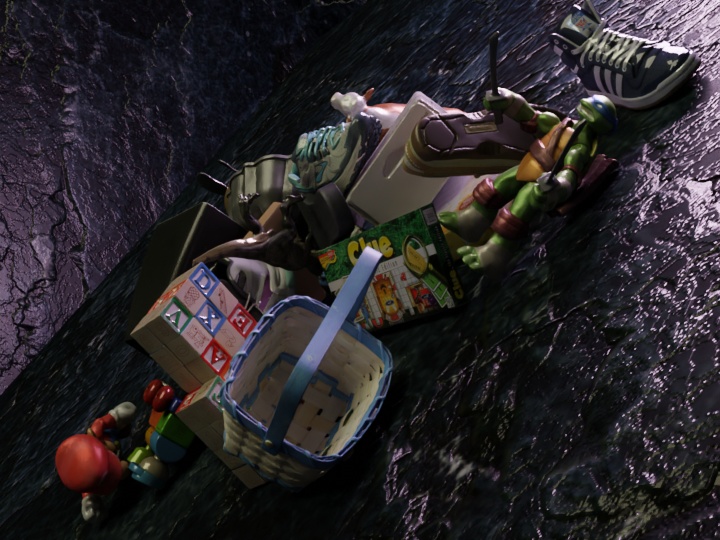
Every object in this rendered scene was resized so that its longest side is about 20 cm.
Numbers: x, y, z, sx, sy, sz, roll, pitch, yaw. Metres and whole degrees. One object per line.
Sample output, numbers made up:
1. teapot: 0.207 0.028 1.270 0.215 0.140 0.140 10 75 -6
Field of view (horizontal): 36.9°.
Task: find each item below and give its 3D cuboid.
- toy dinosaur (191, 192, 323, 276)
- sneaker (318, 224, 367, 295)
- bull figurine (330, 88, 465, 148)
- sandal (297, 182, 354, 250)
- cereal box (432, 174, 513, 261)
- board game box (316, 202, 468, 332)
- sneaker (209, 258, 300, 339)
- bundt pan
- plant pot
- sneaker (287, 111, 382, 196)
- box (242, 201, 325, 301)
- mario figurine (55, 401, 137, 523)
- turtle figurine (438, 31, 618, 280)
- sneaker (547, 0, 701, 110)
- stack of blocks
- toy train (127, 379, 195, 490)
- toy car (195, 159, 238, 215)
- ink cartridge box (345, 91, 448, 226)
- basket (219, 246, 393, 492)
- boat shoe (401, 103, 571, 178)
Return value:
1. toy dinosaur: -0.101 -0.041 1.211 0.047 0.198 0.090 -2 85 46
2. sneaker: 0.000 0.000 1.301 0.090 0.078 0.200 -57 12 1
3. bull figurine: 0.052 -0.190 1.436 0.121 0.197 0.066 144 134 -78
4. sandal: -0.030 -0.062 1.245 0.042 0.077 0.200 -28 6 -12
5. cereal box: 0.123 -0.080 1.231 0.143 0.040 0.201 -32 19 43
6. board game box: 0.029 0.005 1.136 0.023 0.106 0.199 -18 -2 -35
7. sneaker: -0.124 0.057 1.201 0.078 0.139 0.201 -56 43 25
8. bundt pan: -0.087 -0.066 1.463 0.201 0.200 0.077 -29 45 41
9. plant pot: -0.206 0.052 1.466 0.199 0.199 0.179 -13 47 60
10. sneaker: -0.040 -0.133 1.291 0.078 0.086 0.200 -60 4 -30
11. box: -0.128 0.042 1.334 0.021 0.165 0.201 13 52 35
12. mario figurine: -0.329 0.252 1.425 0.105 0.125 0.200 -23 4 -2
13. turtle figurine: 0.139 -0.102 1.015 0.195 0.144 0.199 -53 -23 22
14. sneaker: 0.267 -0.232 1.134 0.070 0.109 0.200 -45 16 -6
15. stack of blocks: -0.137 0.107 1.100 0.058 0.200 0.116 -28 20 40
16. toy train: -0.259 0.208 1.389 0.117 0.084 0.200 -60 18 -10
17. toy car: -0.170 -0.083 1.671 0.164 0.200 0.158 -21 26 53
18. ink cartridge box: 0.059 -0.129 1.292 0.146 0.084 0.200 -54 5 12
19. basket: -0.042 0.091 0.980 0.177 0.138 0.201 -57 -10 -39
20. boat shoe: 0.136 -0.130 1.141 0.076 0.197 0.073 123 141 -59
